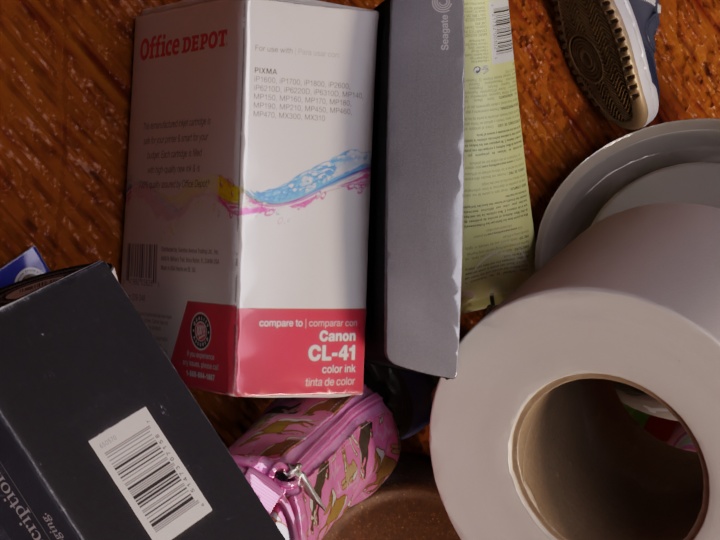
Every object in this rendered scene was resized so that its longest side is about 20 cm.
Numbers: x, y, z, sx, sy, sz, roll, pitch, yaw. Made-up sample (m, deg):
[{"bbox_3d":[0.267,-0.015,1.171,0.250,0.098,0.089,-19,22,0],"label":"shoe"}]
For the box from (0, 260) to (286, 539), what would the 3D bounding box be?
[{"bbox_3d":[-0.144,0.134,0.831,0.201,0.182,0.104,56,39,3],"label":"box"}]

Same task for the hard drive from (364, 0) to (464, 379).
[{"bbox_3d":[0.022,-0.046,0.959,0.042,0.135,0.202,1,89,-12],"label":"hard drive"}]

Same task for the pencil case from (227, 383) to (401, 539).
[{"bbox_3d":[-0.040,0.111,0.946,0.200,0.086,0.084,-34,121,-72],"label":"pencil case"}]

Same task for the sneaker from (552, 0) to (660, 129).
[{"bbox_3d":[0.170,-0.198,1.140,0.108,0.070,0.202,-28,102,-24],"label":"sneaker"}]

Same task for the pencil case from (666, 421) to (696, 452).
[{"bbox_3d":[0.203,0.151,1.117,0.087,0.087,0.201,41,80,-25],"label":"pencil case"}]

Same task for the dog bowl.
[{"bbox_3d":[0.207,0.003,1.110,0.200,0.199,0.059,-49,149,-19],"label":"dog bowl"}]

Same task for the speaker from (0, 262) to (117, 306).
[{"bbox_3d":[-0.136,0.104,0.928,0.081,0.081,0.202,-21,102,-28],"label":"speaker"}]

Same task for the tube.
[{"bbox_3d":[0.070,-0.076,1.103,0.057,0.052,0.202,-5,100,12],"label":"tube"}]

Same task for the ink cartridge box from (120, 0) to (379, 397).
[{"bbox_3d":[-0.062,-0.038,0.966,0.085,0.147,0.202,4,91,-30],"label":"ink cartridge box"}]

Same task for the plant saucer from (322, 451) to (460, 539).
[{"bbox_3d":[0.028,0.196,1.041,0.198,0.037,0.202,6,67,-13],"label":"plant saucer"}]

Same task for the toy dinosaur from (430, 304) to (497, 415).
[{"bbox_3d":[0.084,0.088,1.096,0.200,0.058,0.102,41,50,-47],"label":"toy dinosaur"}]

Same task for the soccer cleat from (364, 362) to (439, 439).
[{"bbox_3d":[-0.001,0.000,1.065,0.084,0.064,0.202,-26,102,-57],"label":"soccer cleat"}]

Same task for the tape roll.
[{"bbox_3d":[0.154,0.080,0.968,0.139,0.201,0.204,-36,112,-55],"label":"tape roll"}]

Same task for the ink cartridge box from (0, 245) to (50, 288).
[{"bbox_3d":[-0.158,0.096,0.982,0.094,0.037,0.201,-36,107,-23],"label":"ink cartridge box"}]

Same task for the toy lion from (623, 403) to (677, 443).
[{"bbox_3d":[0.212,0.127,1.189,0.190,0.069,0.202,-5,95,-22],"label":"toy lion"}]
